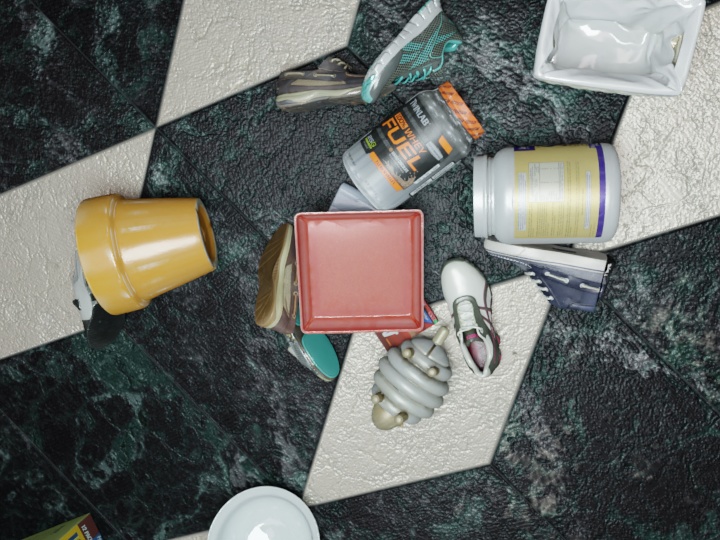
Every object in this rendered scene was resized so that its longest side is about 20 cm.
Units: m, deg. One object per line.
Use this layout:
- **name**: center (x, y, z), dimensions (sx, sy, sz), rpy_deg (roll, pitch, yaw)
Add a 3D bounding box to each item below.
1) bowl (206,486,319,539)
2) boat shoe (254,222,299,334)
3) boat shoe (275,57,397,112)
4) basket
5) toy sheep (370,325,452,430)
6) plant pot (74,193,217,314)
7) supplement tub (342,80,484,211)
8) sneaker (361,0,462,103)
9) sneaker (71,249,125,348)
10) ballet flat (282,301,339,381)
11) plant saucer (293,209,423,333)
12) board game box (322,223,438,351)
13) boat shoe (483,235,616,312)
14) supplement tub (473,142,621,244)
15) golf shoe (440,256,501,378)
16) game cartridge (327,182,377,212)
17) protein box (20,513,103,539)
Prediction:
- **bowl**: center (-0.169, 0.496, 1.154), dimensions (0.200, 0.090, 0.202), rpy_deg (-1, 68, 2)
- **boat shoe**: center (-0.123, 0.014, 1.057), dimensions (0.072, 0.200, 0.072), rpy_deg (29, 135, -32)
- **boat shoe**: center (-0.042, -0.303, 1.018), dimensions (0.199, 0.074, 0.074), rpy_deg (-6, 93, 7)
- **basket**: center (0.354, -0.321, 0.905), dimensions (0.199, 0.123, 0.136), rpy_deg (12, 102, 11)
- **toy sheep**: center (0.085, 0.177, 1.044), dimensions (0.138, 0.138, 0.200), rpy_deg (39, 97, 3)
- **plant pot**: center (-0.347, -0.043, 1.079), dimensions (0.183, 0.200, 0.201), rpy_deg (-13, 97, -2)
- **supplement tub**: center (0.082, -0.190, 0.986), dimensions (0.200, 0.123, 0.123), rpy_deg (-37, 90, 15)
- **sneaker**: center (0.083, -0.317, 0.964), dimensions (0.091, 0.078, 0.200), rpy_deg (42, 78, -9)
- **sneaker**: center (-0.489, 0.047, 1.180), dimensions (0.088, 0.074, 0.201), rpy_deg (29, 122, 36)
- **ballet flat**: center (-0.108, 0.107, 1.114), dimensions (0.072, 0.072, 0.201), rpy_deg (-30, 92, 15)
- **plant saucer**: center (0.000, 0.000, 1.018), dimensions (0.199, 0.037, 0.201), rpy_deg (-2, 108, 1)
- **board game box**: center (0.034, 0.030, 1.056), dimensions (0.103, 0.019, 0.200), rpy_deg (-31, 105, 11)
- **boat shoe**: center (0.287, 0.006, 1.002), dimensions (0.199, 0.075, 0.093), rpy_deg (13, 109, 17)
- **supplement tub**: center (0.270, -0.112, 0.948), dimensions (0.199, 0.145, 0.146), rpy_deg (0, 99, 12)
- **golf shoe**: center (0.181, 0.075, 1.029), dimensions (0.077, 0.088, 0.201), rpy_deg (-19, 94, 16)
- **game cartridge**: center (-0.016, -0.030, 1.080), dimensions (0.133, 0.040, 0.200), rpy_deg (27, 104, 2)
- **protein box**: center (-0.626, 0.606, 1.233), dimensions (0.200, 0.199, 0.135), rpy_deg (-25, 94, 14)
